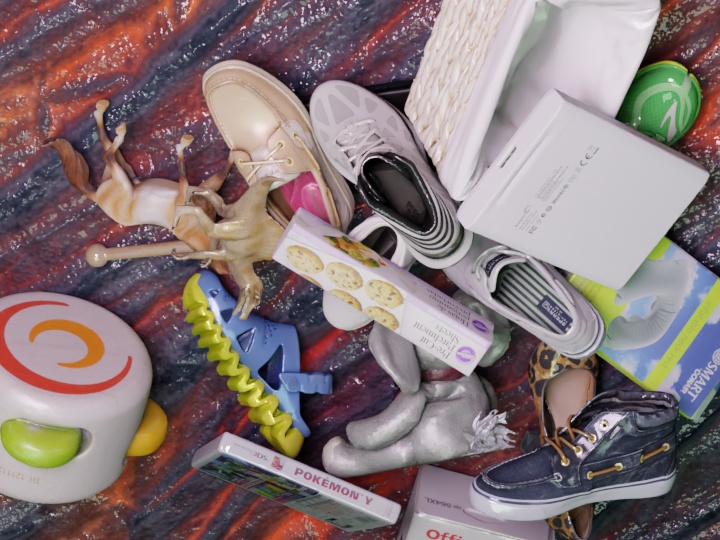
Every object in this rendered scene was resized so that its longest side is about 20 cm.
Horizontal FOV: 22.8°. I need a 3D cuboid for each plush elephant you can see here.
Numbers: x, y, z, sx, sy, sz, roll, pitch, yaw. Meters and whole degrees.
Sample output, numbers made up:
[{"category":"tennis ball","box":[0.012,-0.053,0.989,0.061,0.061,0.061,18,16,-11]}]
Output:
[{"category":"plush elephant","box":[0.061,0.100,1.662,0.163,0.157,0.199,-5,172,-35]}]

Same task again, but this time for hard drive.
[{"category":"hard drive","box":[0.187,-0.063,1.483,0.199,0.027,0.132,20,115,-41]}]

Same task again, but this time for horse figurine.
[{"category":"horse figurine","box":[-0.188,-0.077,1.620,0.198,0.050,0.134,14,127,9]}]

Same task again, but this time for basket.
[{"category":"basket","box":[0.133,-0.170,1.464,0.134,0.124,0.201,-1,127,-31]}]

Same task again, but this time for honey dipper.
[{"category":"honey dipper","box":[-0.163,-0.022,1.672,0.198,0.038,0.038,-7,121,15]}]

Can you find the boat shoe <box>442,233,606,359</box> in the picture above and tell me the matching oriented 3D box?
[{"category":"boat shoe","box":[0.133,0.001,1.571,0.074,0.199,0.067,-56,149,1]}]

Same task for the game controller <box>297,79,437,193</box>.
[{"category":"game controller","box":[-0.010,-0.113,1.590,0.198,0.042,0.105,-7,121,12]}]

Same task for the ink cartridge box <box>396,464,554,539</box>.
[{"category":"ink cartridge box","box":[0.104,0.311,1.817,0.144,0.085,0.201,15,122,-2]}]

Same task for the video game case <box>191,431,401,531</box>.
[{"category":"video game case","box":[-0.067,0.207,1.735,0.181,0.023,0.200,24,166,-8]}]

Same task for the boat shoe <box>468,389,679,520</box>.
[{"category":"boat shoe","box":[0.191,0.159,1.597,0.198,0.071,0.092,-8,117,-16]}]

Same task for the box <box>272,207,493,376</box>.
[{"category":"box","box":[0.020,0.018,1.512,0.199,0.039,0.042,32,115,-7]}]

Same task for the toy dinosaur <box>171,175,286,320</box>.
[{"category":"toy dinosaur","box":[-0.109,-0.042,1.556,0.100,0.059,0.201,15,140,1]}]

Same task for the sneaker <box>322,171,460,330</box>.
[{"category":"sneaker","box":[0.000,0.000,1.600,0.074,0.115,0.200,43,130,8]}]

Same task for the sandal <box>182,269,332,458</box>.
[{"category":"sandal","box":[-0.096,0.078,1.712,0.087,0.079,0.201,-38,108,-14]}]

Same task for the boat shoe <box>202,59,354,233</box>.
[{"category":"boat shoe","box":[-0.069,-0.093,1.544,0.073,0.070,0.200,-25,123,24]}]

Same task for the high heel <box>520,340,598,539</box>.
[{"category":"high heel","box":[0.203,0.147,1.663,0.071,0.143,0.201,-3,129,-16]}]

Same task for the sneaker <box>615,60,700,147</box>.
[{"category":"sneaker","box":[0.225,-0.094,1.548,0.074,0.084,0.200,32,120,-13]}]

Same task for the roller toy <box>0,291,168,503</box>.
[{"category":"roller toy","box":[-0.295,0.123,1.692,0.182,0.199,0.141,37,126,25]}]

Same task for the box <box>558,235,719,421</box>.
[{"category":"box","box":[0.271,0.042,1.625,0.199,0.048,0.122,35,92,-14]}]

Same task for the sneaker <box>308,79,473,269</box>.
[{"category":"sneaker","box":[0.016,-0.098,1.470,0.075,0.201,0.115,-39,157,2]}]
